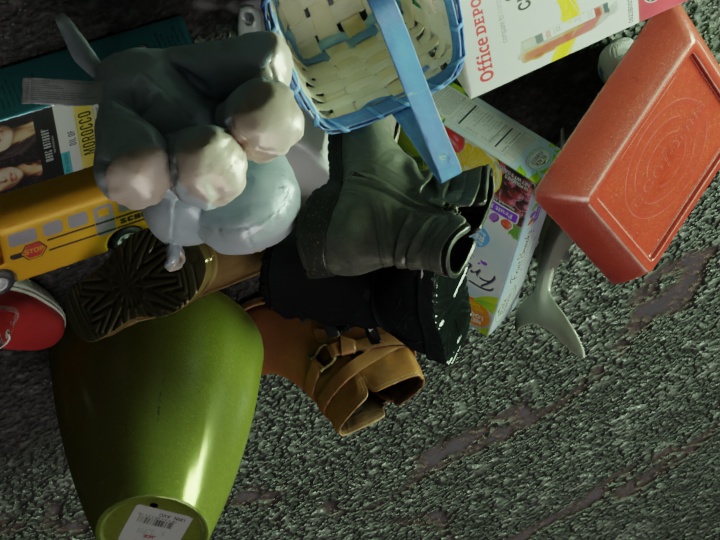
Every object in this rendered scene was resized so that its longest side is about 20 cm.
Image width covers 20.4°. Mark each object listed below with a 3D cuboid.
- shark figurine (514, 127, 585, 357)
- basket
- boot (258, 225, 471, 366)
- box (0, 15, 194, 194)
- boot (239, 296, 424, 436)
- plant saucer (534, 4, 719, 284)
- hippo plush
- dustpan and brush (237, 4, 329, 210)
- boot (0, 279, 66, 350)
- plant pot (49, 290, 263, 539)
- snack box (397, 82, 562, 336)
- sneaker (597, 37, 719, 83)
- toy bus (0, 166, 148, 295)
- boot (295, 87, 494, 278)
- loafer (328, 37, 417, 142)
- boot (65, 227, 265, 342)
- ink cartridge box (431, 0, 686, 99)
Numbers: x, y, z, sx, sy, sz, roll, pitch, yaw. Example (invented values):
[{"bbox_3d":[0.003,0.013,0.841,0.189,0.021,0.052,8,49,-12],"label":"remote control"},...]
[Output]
[{"bbox_3d":[0.198,-0.035,1.762,0.089,0.215,0.129,10,131,12],"label":"shark figurine"},{"bbox_3d":[0.005,-0.174,1.400,0.138,0.200,0.177,-24,133,-2],"label":"basket"},{"bbox_3d":[0.000,-0.001,1.541,0.199,0.161,0.074,80,32,-62],"label":"boot"},{"bbox_3d":[-0.214,-0.117,1.475,0.199,0.049,0.083,-19,146,-13],"label":"box"},{"bbox_3d":[-0.043,0.089,1.777,0.199,0.156,0.077,-32,147,7],"label":"boot"},{"bbox_3d":[0.244,-0.098,1.653,0.200,0.037,0.200,-56,145,-4],"label":"plant saucer"},{"bbox_3d":[-0.124,-0.064,1.380,0.198,0.160,0.161,4,137,15],"label":"hippo plush"},{"bbox_3d":[-0.077,-0.124,1.533,0.138,0.058,0.200,8,152,11],"label":"dustpan and brush"},{"bbox_3d":[-0.301,0.067,1.579,0.199,0.145,0.072,16,127,-48],"label":"boot"},{"bbox_3d":[-0.172,0.140,1.666,0.186,0.201,0.188,-2,133,-2],"label":"plant pot"},{"bbox_3d":[0.082,-0.055,1.682,0.053,0.142,0.201,-43,160,-35],"label":"snack box"},{"bbox_3d":[0.257,-0.138,1.754,0.199,0.076,0.105,10,133,-44],"label":"sneaker"},{"bbox_3d":[-0.228,-0.049,1.543,0.199,0.065,0.079,-19,146,-12],"label":"toy bus"},{"bbox_3d":[0.039,-0.064,1.448,0.130,0.201,0.068,-1,135,19],"label":"boot"},{"bbox_3d":[-0.005,-0.107,1.600,0.075,0.068,0.201,15,130,2],"label":"loafer"},{"bbox_3d":[-0.117,-0.014,1.586,0.175,0.067,0.199,-20,-179,43],"label":"boot"},{"bbox_3d":[0.145,-0.238,1.532,0.199,0.084,0.145,-24,147,-4],"label":"ink cartridge box"}]
